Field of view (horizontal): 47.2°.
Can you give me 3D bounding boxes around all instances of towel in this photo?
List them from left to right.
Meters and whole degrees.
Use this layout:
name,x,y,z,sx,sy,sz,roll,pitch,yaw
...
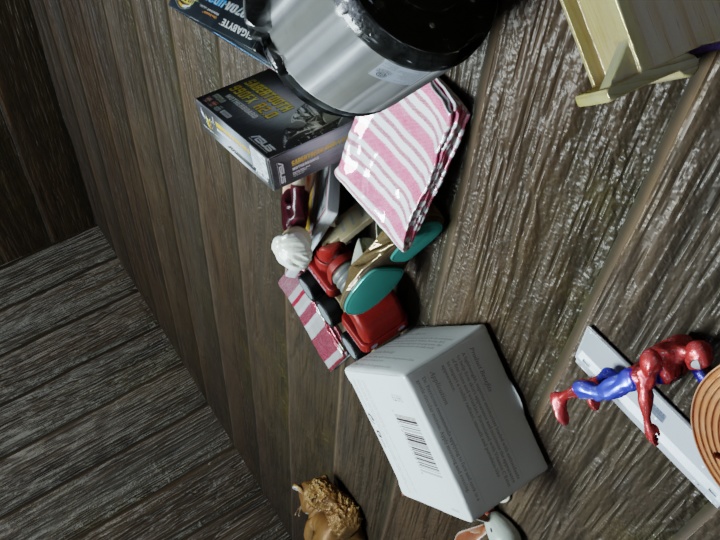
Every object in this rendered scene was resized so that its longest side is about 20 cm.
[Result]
name,x,y,z,sx,sy,sz,roll,pitch,yaw
towel,-0.089,0.086,1.520,0.201,0.023,0.144,60,158,8
towel,0.036,-0.138,0.915,0.147,0.030,0.201,50,137,30

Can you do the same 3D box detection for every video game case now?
name,x,y,z,sx,sy,sz,roll,pitch,yaw
video game case,-0.065,-0.094,1.136,0.200,0.017,0.144,130,148,-58

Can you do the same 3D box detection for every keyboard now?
name,x,y,z,sx,sy,sz,roll,pitch,yaw
keyboard,0.280,0.137,0.784,0.200,0.011,0.057,49,149,30

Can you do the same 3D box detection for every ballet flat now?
name,x,y,z,sx,sy,sz,roll,pitch,yaw
ballet flat,0.030,-0.027,1.024,0.200,0.067,0.073,-52,48,41

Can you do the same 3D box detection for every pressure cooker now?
name,x,y,z,sx,sy,sz,roll,pitch,yaw
pressure cooker,0.002,-0.233,0.736,0.176,0.179,0.200,46,154,-14

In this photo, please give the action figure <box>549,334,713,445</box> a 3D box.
name,x,y,z,sx,sy,sz,roll,pitch,yaw
action figure,0.256,0.120,0.733,0.100,0.065,0.200,63,155,15

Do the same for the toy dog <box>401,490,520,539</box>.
name,x,y,z,sx,sy,sz,roll,pitch,yaw
toy dog,0.136,0.345,1.212,0.200,0.096,0.133,20,133,59

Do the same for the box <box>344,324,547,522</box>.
name,x,y,z,sx,sy,sz,roll,pitch,yaw
box,0.104,0.186,1.061,0.200,0.130,0.200,65,158,-5

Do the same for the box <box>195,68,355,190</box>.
name,x,y,z,sx,sy,sz,roll,pitch,yaw
box,-0.095,-0.192,1.046,0.200,0.157,0.049,42,151,42

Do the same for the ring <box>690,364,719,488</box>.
name,x,y,z,sx,sy,sz,roll,pitch,yaw
ring,0.341,0.143,0.608,0.200,0.019,0.202,36,144,31

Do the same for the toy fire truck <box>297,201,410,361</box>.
name,x,y,z,sx,sy,sz,roll,pitch,yaw
toy fire truck,0.000,0.000,1.131,0.176,0.128,0.200,52,166,23

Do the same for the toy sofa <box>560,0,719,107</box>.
name,x,y,z,sx,sy,sz,roll,pitch,yaw
toy sofa,0.168,-0.220,0.559,0.083,0.097,0.202,-99,-15,-82

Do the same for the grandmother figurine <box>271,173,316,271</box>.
name,x,y,z,sx,sy,sz,roll,pitch,yaw
grandmother figurine,-0.082,-0.095,1.074,0.122,0.060,0.202,91,179,-64

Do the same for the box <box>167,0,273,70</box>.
name,x,y,z,sx,sy,sz,roll,pitch,yaw
box,-0.098,-0.257,0.945,0.159,0.046,0.199,35,-171,33

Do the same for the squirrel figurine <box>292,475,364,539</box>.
name,x,y,z,sx,sy,sz,roll,pitch,yaw
squirrel figurine,-0.077,0.549,1.907,0.187,0.140,0.201,59,146,38
